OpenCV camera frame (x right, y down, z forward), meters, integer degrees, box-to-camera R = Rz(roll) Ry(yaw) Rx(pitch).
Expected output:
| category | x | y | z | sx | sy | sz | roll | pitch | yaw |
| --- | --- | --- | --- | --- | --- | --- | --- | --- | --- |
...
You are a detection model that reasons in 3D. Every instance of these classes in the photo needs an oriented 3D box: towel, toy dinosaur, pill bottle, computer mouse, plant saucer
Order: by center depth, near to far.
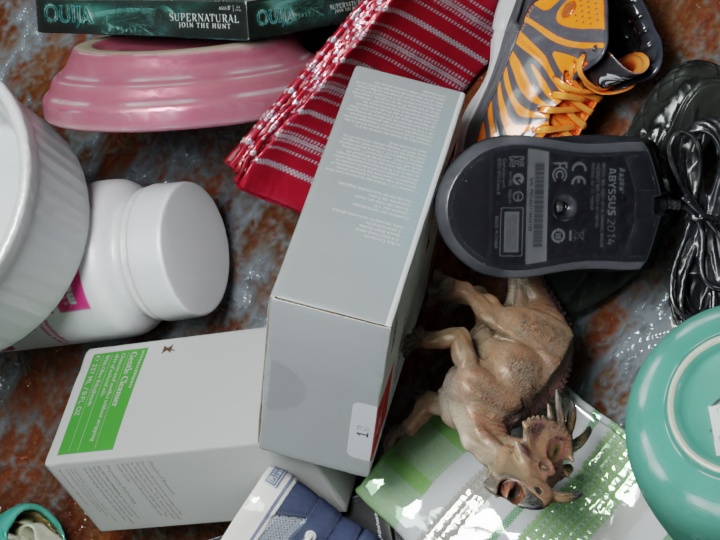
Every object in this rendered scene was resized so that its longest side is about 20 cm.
| category | x | y | z | sx | sy | sz | roll | pitch | yaw |
| --- | --- | --- | --- | --- | --- | --- | --- | --- | --- |
| computer mouse | 0.136 | -0.035 | 1.405 | 0.053 | 0.199 | 0.139 | -157 | 73 | -73 |
| toy dinosaur | 0.098 | 0.066 | 1.416 | 0.135 | 0.086 | 0.201 | 19 | 63 | 14 |
| towel | 0.110 | 0.147 | 1.433 | 0.200 | 0.031 | 0.149 | 39 | 82 | 26 |
| towel | 0.013 | -0.116 | 1.500 | 0.200 | 0.144 | 0.022 | -49 | 56 | 12 |
| plant saucer | -0.119 | -0.135 | 1.542 | 0.200 | 0.200 | 0.051 | 4 | 105 | 29 |
| pill bottle | -0.202 | -0.005 | 1.609 | 0.199 | 0.113 | 0.114 | -8 | 76 | 27 |

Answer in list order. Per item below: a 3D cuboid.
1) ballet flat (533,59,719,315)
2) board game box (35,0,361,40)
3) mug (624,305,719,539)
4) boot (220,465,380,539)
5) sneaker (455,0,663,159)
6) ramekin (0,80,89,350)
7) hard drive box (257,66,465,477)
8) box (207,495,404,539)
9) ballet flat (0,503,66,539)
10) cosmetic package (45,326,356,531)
| category | x | y | z | sx | sy | sz | roll | pitch | yaw |
| --- | --- | --- | --- | --- | --- | --- | --- | --- | --- |
| ballet flat | 0.175 | -0.049 | 1.462 | 0.200 | 0.066 | 0.057 | -51 | 18 | 10 |
| board game box | -0.109 | -0.183 | 1.570 | 0.199 | 0.135 | 0.028 | 7 | 105 | 38 |
| mug | 0.242 | 0.083 | 1.338 | 0.152 | 0.114 | 0.185 | 31 | 81 | 26 |
| boot | -0.070 | 0.227 | 1.467 | 0.090 | 0.073 | 0.200 | 33 | 116 | 3 |
| sneaker | 0.130 | -0.106 | 1.458 | 0.112 | 0.077 | 0.201 | 1 | 80 | 50 |
| ramekin | -0.281 | -0.036 | 1.539 | 0.200 | 0.098 | 0.201 | -10 | 69 | 26 |
| hard drive box | 0.000 | 0.000 | 1.419 | 0.076 | 0.156 | 0.201 | 15 | 52 | 6 |
| box | -0.026 | 0.262 | 1.500 | 0.160 | 0.043 | 0.201 | -18 | 71 | 24 |
| ballet flat | -0.213 | 0.249 | 1.583 | 0.070 | 0.067 | 0.201 | -53 | 55 | 42 |
| cosmetic package | -0.098 | 0.107 | 1.530 | 0.199 | 0.085 | 0.108 | -10 | 44 | 27 |
